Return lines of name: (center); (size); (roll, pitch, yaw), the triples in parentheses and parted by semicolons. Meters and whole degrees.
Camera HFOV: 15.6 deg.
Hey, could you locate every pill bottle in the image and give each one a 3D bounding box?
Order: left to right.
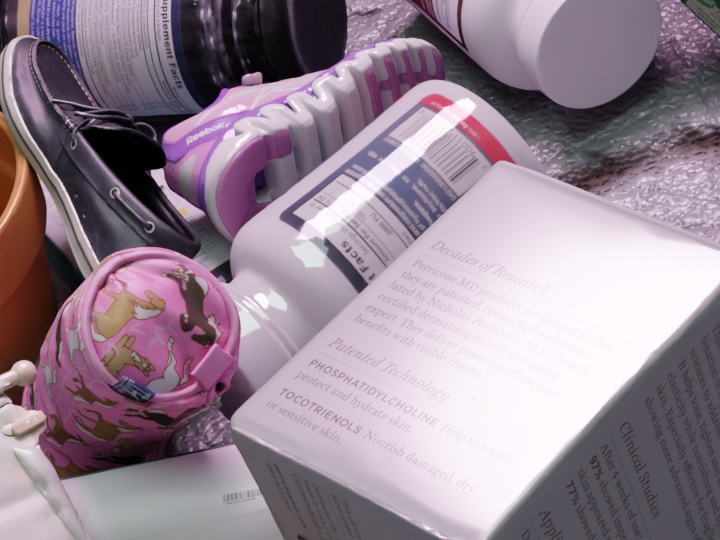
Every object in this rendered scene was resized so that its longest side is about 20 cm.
pill bottle: (-0.115, -0.152, 1.646); (0.200, 0.112, 0.112); (-2, 44, 24)
pill bottle: (0.000, 0.000, 1.418); (0.200, 0.120, 0.120); (-39, 42, -19)
pill bottle: (0.093, -0.178, 1.577); (0.113, 0.113, 0.200); (-31, 41, -10)

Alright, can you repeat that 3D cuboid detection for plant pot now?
plant pot: (-0.257, 0.016, 1.504); (0.200, 0.140, 0.200); (-14, 40, 12)

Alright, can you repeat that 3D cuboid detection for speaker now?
speaker: (-0.124, 0.141, 1.351); (0.200, 0.081, 0.081); (-13, 41, 13)

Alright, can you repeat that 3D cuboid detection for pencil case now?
pencil case: (-0.122, 0.056, 1.361); (0.083, 0.200, 0.087); (2, 72, -17)

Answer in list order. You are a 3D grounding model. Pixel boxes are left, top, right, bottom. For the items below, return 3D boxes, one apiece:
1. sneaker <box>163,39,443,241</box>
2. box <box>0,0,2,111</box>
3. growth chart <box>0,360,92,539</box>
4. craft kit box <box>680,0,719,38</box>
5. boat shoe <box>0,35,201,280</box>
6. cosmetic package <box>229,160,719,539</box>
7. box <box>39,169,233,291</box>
sneaker: (-0.036, -0.085, 1.519); (0.088, 0.081, 0.200); (18, 35, 42)
box: (-0.232, -0.205, 1.690); (0.050, 0.199, 0.200); (19, 52, 14)
growth chart: (-0.187, 0.151, 1.278); (0.145, 0.018, 0.200); (-19, 73, -23)
craft kit box: (0.248, -0.226, 1.513); (0.200, 0.049, 0.198); (44, 69, 5)
boat shoe: (-0.142, -0.061, 1.450); (0.062, 0.075, 0.200); (-43, 53, 19)
cosmetic package: (0.082, 0.089, 1.243); (0.166, 0.168, 0.200); (23, 57, 42)
box: (-0.127, -0.008, 1.540); (0.082, 0.049, 0.200); (-33, 41, -12)
